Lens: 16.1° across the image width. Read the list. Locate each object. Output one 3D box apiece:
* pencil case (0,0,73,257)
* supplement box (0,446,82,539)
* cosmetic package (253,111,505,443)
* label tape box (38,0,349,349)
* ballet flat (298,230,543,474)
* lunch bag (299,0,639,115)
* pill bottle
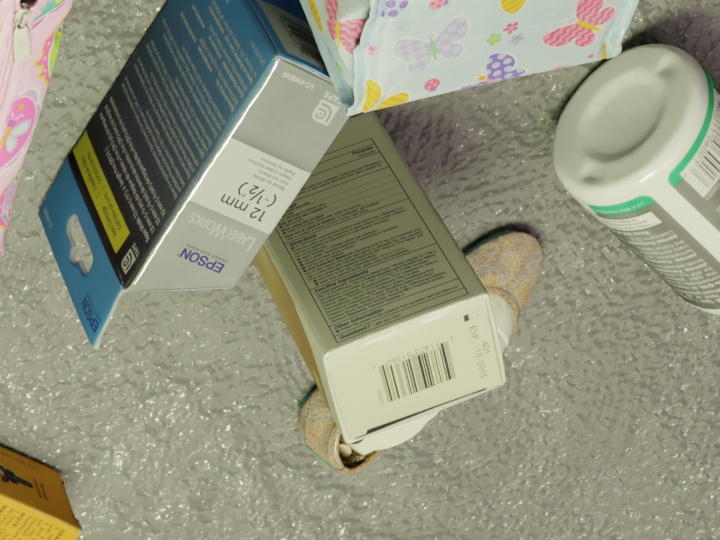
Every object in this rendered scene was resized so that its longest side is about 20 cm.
[{"bbox_3d":[-0.214,-0.098,1.406,0.087,0.088,0.201,7,121,-25],"label":"pencil case"},{"bbox_3d":[-0.269,0.129,1.551,0.199,0.067,0.069,26,111,-33],"label":"supplement box"},{"bbox_3d":[0.000,0.000,1.485,0.104,0.200,0.071,-19,129,-7],"label":"cosmetic package"},{"bbox_3d":[-0.095,-0.065,1.437,0.066,0.144,0.201,21,113,-32],"label":"label tape box"},{"bbox_3d":[0.048,0.060,1.630,0.200,0.067,0.068,-43,128,10],"label":"ballet flat"},{"bbox_3d":[0.040,-0.204,1.361,0.168,0.201,0.128,-12,147,-16],"label":"lunch bag"},{"bbox_3d":[0.219,-0.043,1.598,0.113,0.113,0.200,-43,127,10],"label":"pill bottle"}]
